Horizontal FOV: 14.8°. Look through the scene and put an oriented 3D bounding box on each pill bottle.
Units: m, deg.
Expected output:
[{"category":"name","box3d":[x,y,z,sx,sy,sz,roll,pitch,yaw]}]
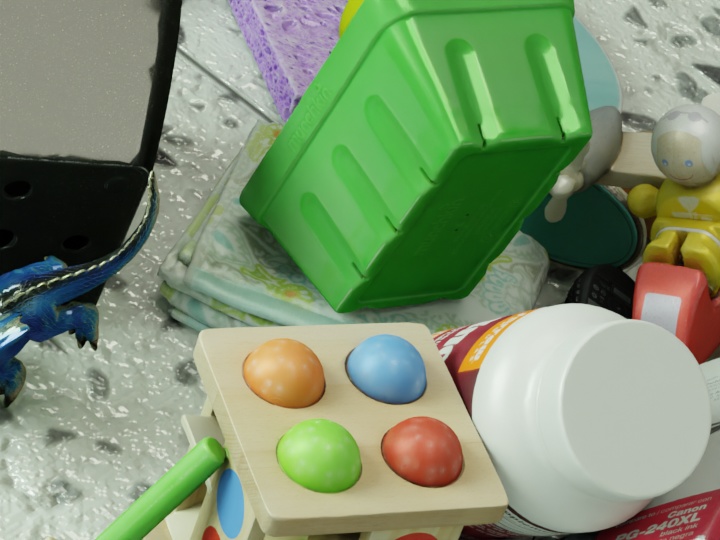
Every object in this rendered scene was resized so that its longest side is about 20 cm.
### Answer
[{"category":"pill bottle","box3d":[0.089,0.077,1.389,0.112,0.200,0.114,4,81,-25]}]

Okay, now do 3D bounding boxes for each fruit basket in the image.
[{"category":"fruit basket","box3d":[0.027,-0.106,1.514,0.155,0.216,0.216,-6,46,-33]}]

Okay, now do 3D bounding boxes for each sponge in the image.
[{"category":"sponge","box3d":[-0.025,-0.165,1.770,0.111,0.030,0.201,-1,43,-25]}]

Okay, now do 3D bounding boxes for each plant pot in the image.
[{"category":"plant pot","box3d":[-0.200,-0.088,1.481,0.198,0.200,0.178,3,52,-21]}]

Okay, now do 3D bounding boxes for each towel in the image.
[{"category":"towel","box3d":[0.000,0.000,1.575,0.199,0.048,0.172,24,39,3]}]

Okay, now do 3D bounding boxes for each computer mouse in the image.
[{"category":"computer mouse","box3d":[0.131,0.067,1.567,0.058,0.034,0.200,37,36,-14]}]

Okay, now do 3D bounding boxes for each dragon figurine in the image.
[{"category":"dragon figurine","box3d":[-0.186,0.022,1.392,0.099,0.199,0.059,9,52,-62]}]

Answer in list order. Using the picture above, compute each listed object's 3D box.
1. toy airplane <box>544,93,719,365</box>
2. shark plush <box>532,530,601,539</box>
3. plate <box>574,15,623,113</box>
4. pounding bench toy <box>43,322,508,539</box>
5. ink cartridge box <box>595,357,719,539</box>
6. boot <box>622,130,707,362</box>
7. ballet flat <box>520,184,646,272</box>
[{"category":"toy airplane","box3d":[0.206,-0.053,1.560,0.199,0.141,0.200,-30,50,4]},{"category":"shark plush","box3d":[0.118,0.143,1.451,0.083,0.091,0.200,7,34,35]},{"category":"plate","box3d":[0.081,-0.150,1.780,0.199,0.026,0.201,27,31,-18]},{"category":"pounding bench toy","box3d":[-0.054,0.114,1.329,0.199,0.157,0.125,-1,44,-25]},{"category":"ink cartridge box","box3d":[0.209,0.146,1.422,0.146,0.083,0.200,56,38,-14]},{"category":"boot","box3d":[0.215,0.001,1.656,0.199,0.074,0.155,17,45,3]},{"category":"ballet flat","box3d":[0.082,-0.058,1.672,0.199,0.070,0.070,24,38,5]}]
